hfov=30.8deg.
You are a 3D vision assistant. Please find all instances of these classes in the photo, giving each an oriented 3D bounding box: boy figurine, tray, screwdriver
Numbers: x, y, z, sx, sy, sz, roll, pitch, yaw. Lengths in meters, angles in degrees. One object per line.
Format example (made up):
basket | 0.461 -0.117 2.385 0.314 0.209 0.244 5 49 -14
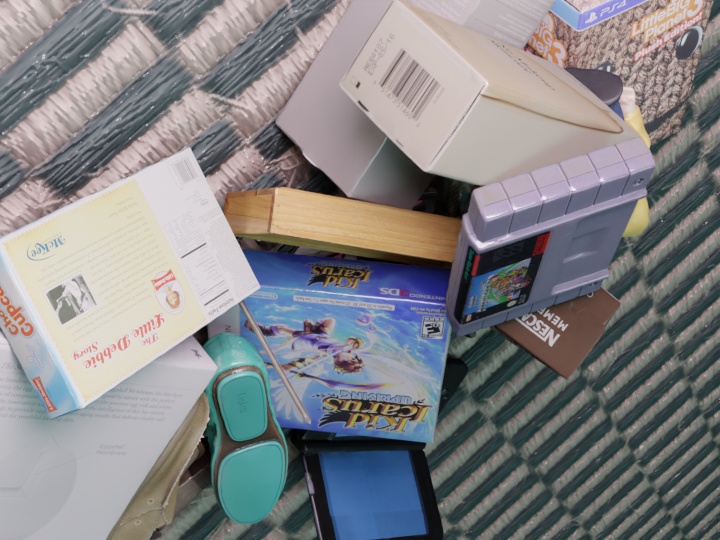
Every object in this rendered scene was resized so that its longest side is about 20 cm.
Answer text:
boy figurine | 0.199 -0.089 1.070 0.124 0.064 0.200 -67 154 -14
tray | 0.005 -0.030 0.998 0.200 0.099 0.037 10 87 -27
screwdriver | -0.090 0.037 1.020 0.028 0.029 0.200 -45 116 -49

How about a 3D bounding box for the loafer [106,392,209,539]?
loafer | -0.176 0.162 1.043 0.067 0.076 0.200 14 118 -48

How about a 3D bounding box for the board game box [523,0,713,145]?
board game box | 0.202 -0.190 1.109 0.159 0.097 0.200 -28 144 -22

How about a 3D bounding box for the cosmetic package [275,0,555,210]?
cosmetic package | 0.038 -0.154 0.971 0.090 0.107 0.200 7 124 -49

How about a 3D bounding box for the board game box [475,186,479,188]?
board game box | 0.195 -0.120 1.244 0.200 0.030 0.096 -25 143 -21

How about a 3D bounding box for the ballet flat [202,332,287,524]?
ballet flat | -0.099 0.126 1.091 0.067 0.070 0.200 -12 134 -12

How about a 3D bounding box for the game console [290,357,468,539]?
game console | 0.039 0.186 1.339 0.200 0.118 0.171 7 123 -50

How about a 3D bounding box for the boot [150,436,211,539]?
boot | -0.204 0.165 1.114 0.146 0.070 0.200 -28 135 -4

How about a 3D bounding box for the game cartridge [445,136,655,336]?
game cartridge | 0.128 -0.016 0.936 0.129 0.038 0.200 -22 157 -11

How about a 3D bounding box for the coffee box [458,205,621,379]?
coffee box | 0.131 0.013 1.139 0.080 0.114 0.200 -54 -169 1

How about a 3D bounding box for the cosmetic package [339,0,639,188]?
cosmetic package | 0.092 -0.107 0.892 0.200 0.104 0.073 6 125 -51

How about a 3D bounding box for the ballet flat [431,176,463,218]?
ballet flat | 0.033 -0.001 1.176 0.046 0.067 0.200 18 108 -44

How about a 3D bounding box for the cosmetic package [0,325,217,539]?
cosmetic package | -0.248 0.100 0.938 0.199 0.123 0.200 13 118 -51

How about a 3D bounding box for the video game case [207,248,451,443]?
video game case | -0.027 0.066 1.099 0.200 0.045 0.181 6 137 2

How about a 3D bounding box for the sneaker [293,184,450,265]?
sneaker | 0.000 0.000 1.119 0.080 0.086 0.200 13 118 -51

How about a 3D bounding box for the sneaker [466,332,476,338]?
sneaker | 0.159 -0.002 1.287 0.200 0.082 0.077 -38 147 -7

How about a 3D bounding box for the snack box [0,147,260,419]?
snack box | -0.157 0.002 0.876 0.037 0.116 0.200 -20 -171 36
